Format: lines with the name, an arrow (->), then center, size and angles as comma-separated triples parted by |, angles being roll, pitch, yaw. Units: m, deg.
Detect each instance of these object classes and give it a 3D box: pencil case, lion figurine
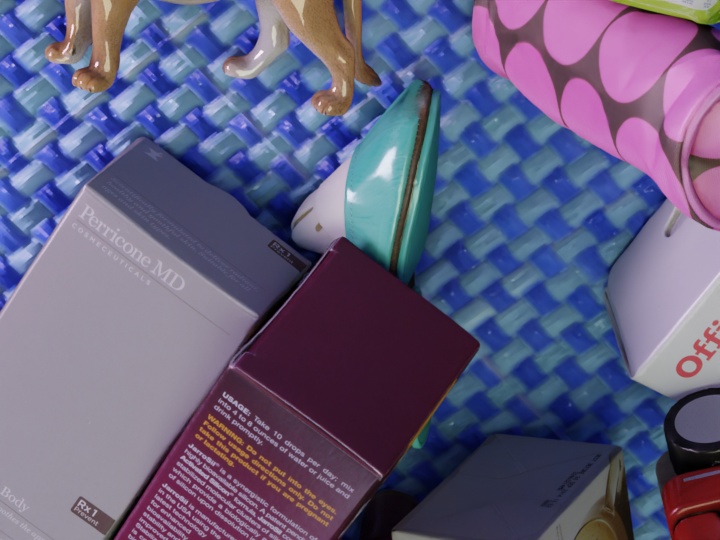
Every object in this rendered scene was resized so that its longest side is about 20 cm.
pencil case -> 0.129, -0.084, 1.130 | 0.094, 0.200, 0.091 | -10, 119, -23
lion figurine -> -0.073, -0.140, 1.159 | 0.200, 0.072, 0.123 | 2, 113, -23

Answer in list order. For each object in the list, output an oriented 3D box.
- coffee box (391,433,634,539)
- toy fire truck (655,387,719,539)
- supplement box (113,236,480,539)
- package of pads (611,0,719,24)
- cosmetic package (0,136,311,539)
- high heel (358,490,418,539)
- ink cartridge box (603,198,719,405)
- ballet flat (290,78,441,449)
coffee box -> 0.087, 0.198, 1.318 | 0.080, 0.113, 0.200 | 4, 114, 31
toy fire truck -> 0.238, 0.148, 1.184 | 0.176, 0.200, 0.129 | -14, 125, 6
supplement box -> -0.040, 0.095, 1.225 | 0.086, 0.110, 0.200 | 37, 133, 3
package of pads -> 0.061, -0.179, 1.084 | 0.200, 0.155, 0.068 | 15, 117, -14
cosmetic package -> -0.124, 0.049, 1.239 | 0.107, 0.090, 0.200 | 35, 117, 3
high heel -> 0.006, 0.219, 1.364 | 0.067, 0.096, 0.200 | 1, 121, 3
ink cartridge box -> 0.241, 0.021, 1.270 | 0.200, 0.083, 0.145 | 26, 118, -21
ballet flat -> 0.000, 0.000, 1.250 | 0.070, 0.067, 0.200 | 7, 121, 10
